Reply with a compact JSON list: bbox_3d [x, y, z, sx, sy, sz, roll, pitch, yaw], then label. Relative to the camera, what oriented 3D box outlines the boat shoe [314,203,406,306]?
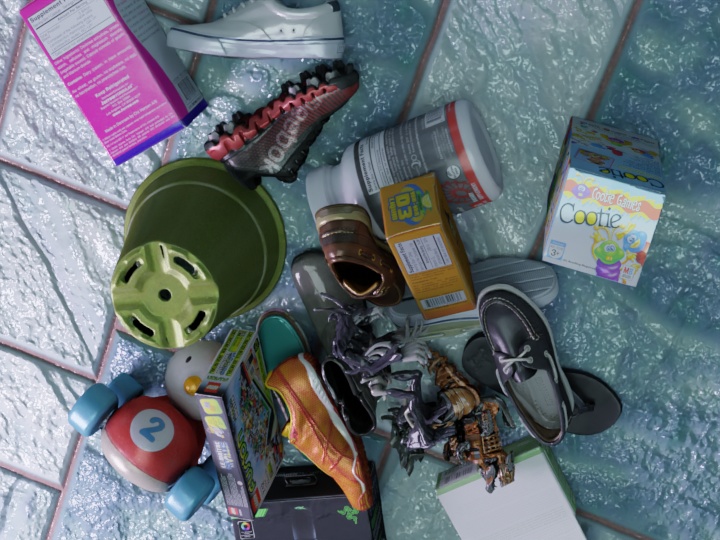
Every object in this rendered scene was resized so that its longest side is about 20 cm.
[{"bbox_3d":[0.000,0.000,1.640,0.071,0.068,0.200,-10,153,16],"label":"boat shoe"}]

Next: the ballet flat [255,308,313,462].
[{"bbox_3d":[-0.072,0.129,1.787,0.068,0.071,0.202,-13,108,20],"label":"ballet flat"}]

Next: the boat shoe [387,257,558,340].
[{"bbox_3d":[0.131,0.035,1.733,0.197,0.073,0.062,-9,143,12],"label":"boat shoe"}]

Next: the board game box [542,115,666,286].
[{"bbox_3d":[0.255,-0.076,1.592,0.104,0.200,0.104,16,112,3],"label":"board game box"}]

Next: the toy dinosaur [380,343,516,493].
[{"bbox_3d":[0.104,0.170,1.772,0.135,0.102,0.202,-31,66,13],"label":"toy dinosaur"}]

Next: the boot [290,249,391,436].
[{"bbox_3d":[-0.023,0.080,1.730,0.067,0.131,0.202,-25,104,16],"label":"boot"}]

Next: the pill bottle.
[{"bbox_3d":[0.048,-0.100,1.662,0.198,0.116,0.117,-21,106,16],"label":"pill bottle"}]

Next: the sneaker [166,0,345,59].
[{"bbox_3d":[-0.114,-0.269,1.659,0.197,0.073,0.072,1,95,2],"label":"sneaker"}]

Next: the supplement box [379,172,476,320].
[{"bbox_3d":[0.074,-0.022,1.621,0.068,0.067,0.201,-12,149,7],"label":"supplement box"}]

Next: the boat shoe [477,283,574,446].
[{"bbox_3d":[0.183,0.108,1.687,0.073,0.061,0.202,-14,119,21],"label":"boat shoe"}]

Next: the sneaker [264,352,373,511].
[{"bbox_3d":[-0.045,0.190,1.738,0.076,0.073,0.202,-27,99,8],"label":"sneaker"}]

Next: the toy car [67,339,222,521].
[{"bbox_3d":[-0.203,0.151,1.775,0.184,0.177,0.201,38,99,6],"label":"toy car"}]

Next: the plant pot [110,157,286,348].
[{"bbox_3d":[-0.196,-0.005,1.695,0.197,0.190,0.203,3,109,8],"label":"plant pot"}]

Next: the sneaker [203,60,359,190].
[{"bbox_3d":[-0.075,-0.156,1.685,0.199,0.071,0.098,-29,103,20],"label":"sneaker"}]

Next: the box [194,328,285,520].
[{"bbox_3d":[-0.136,0.179,1.742,0.034,0.111,0.202,6,132,19],"label":"box"}]

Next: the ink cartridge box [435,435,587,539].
[{"bbox_3d":[0.197,0.312,1.824,0.144,0.048,0.202,-25,104,17],"label":"ink cartridge box"}]

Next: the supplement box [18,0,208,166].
[{"bbox_3d":[-0.271,-0.235,1.671,0.102,0.101,0.201,-26,103,17],"label":"supplement box"}]

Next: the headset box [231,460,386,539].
[{"bbox_3d":[-0.057,0.335,1.848,0.172,0.093,0.203,-5,108,10],"label":"headset box"}]

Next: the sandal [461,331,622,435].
[{"bbox_3d":[0.208,0.141,1.762,0.198,0.043,0.077,23,112,0],"label":"sandal"}]

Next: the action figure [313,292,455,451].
[{"bbox_3d":[0.034,0.095,1.665,0.101,0.119,0.201,-30,110,14],"label":"action figure"}]
